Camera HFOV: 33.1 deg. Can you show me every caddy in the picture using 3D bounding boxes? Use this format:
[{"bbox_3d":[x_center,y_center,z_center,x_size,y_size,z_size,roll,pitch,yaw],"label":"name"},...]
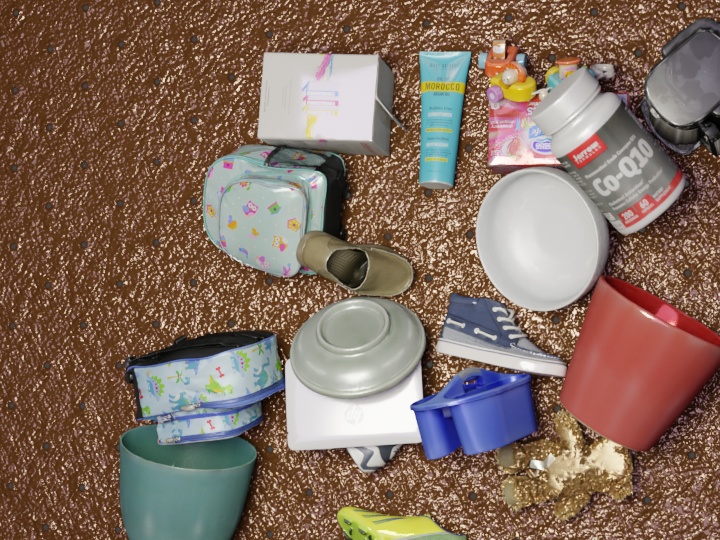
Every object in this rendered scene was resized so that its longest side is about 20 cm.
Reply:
[{"bbox_3d":[0.156,0.187,1.662,0.140,0.199,0.107,-13,89,37],"label":"caddy"}]

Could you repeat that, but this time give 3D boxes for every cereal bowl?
[{"bbox_3d":[0.263,-0.049,1.689,0.198,0.083,0.203,13,111,36],"label":"cereal bowl"}]

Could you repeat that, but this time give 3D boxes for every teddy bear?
[{"bbox_3d":[0.285,0.277,1.699,0.198,0.067,0.147,-28,72,17],"label":"teddy bear"}]

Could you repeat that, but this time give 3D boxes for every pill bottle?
[{"bbox_3d":[0.320,-0.157,1.577,0.114,0.114,0.200,-42,98,7],"label":"pill bottle"}]

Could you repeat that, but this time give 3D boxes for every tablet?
[{"bbox_3d":[-0.009,0.183,1.713,0.197,0.014,0.132,-5,78,10],"label":"tablet"}]

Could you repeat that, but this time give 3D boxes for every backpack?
[{"bbox_3d":[-0.135,-0.090,1.761,0.198,0.153,0.178,16,119,22],"label":"backpack"},{"bbox_3d":[-0.209,0.165,1.746,0.198,0.183,0.149,-13,94,24],"label":"backpack"}]

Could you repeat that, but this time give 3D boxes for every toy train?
[{"bbox_3d":[0.248,-0.286,1.682,0.197,0.151,0.056,7,127,23],"label":"toy train"}]

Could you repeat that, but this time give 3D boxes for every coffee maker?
[{"bbox_3d":[0.460,-0.262,1.613,0.134,0.200,0.194,28,93,12],"label":"coffee maker"}]

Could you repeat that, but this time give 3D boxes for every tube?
[{"bbox_3d":[0.118,-0.223,1.774,0.076,0.050,0.203,3,82,6],"label":"tube"}]

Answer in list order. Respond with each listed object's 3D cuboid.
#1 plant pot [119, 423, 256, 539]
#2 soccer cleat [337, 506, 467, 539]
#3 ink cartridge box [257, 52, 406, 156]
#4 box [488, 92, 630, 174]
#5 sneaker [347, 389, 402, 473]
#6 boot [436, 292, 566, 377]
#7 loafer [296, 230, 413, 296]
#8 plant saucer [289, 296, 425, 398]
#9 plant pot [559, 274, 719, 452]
[{"bbox_3d":[-0.259,0.331,1.757,0.198,0.200,0.163,11,100,13],"label":"plant pot"},{"bbox_3d":[0.061,0.381,1.749,0.198,0.065,0.084,17,49,24],"label":"soccer cleat"},{"bbox_3d":[-0.035,-0.241,1.765,0.197,0.128,0.127,3,87,13],"label":"ink cartridge box"},{"bbox_3d":[0.280,-0.191,1.704,0.197,0.095,0.101,0,86,13],"label":"box"},{"bbox_3d":[0.010,0.178,1.758,0.129,0.080,0.201,-32,73,2],"label":"sneaker"},{"bbox_3d":[0.202,0.090,1.703,0.198,0.073,0.092,11,86,28],"label":"boot"},{"bbox_3d":[0.000,0.000,1.721,0.067,0.198,0.077,41,113,53],"label":"loafer"},{"bbox_3d":[-0.008,0.094,1.714,0.197,0.201,0.051,-2,131,13],"label":"plant saucer"},{"bbox_3d":[0.369,0.131,1.626,0.199,0.200,0.179,29,102,13],"label":"plant pot"}]
